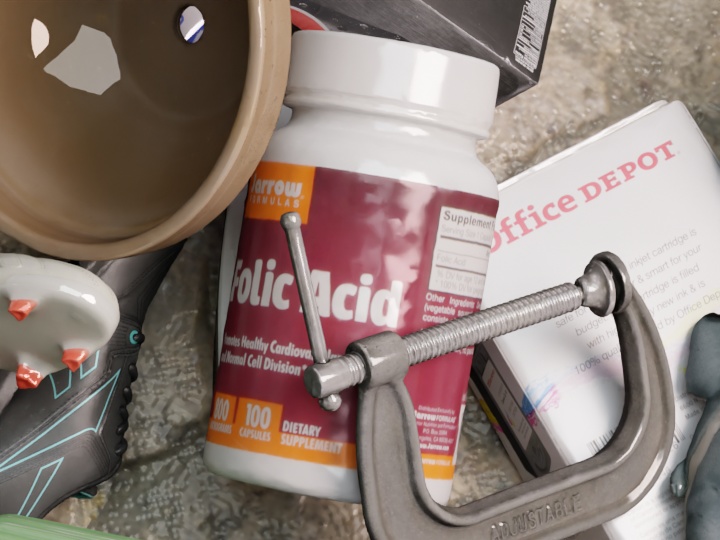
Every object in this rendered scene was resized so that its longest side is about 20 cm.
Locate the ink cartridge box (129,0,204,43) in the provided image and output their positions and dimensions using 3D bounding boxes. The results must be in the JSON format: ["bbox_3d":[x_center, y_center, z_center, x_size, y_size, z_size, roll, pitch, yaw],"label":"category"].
[{"bbox_3d":[-0.152,-0.168,1.426,0.200,0.094,0.044,39,70,6],"label":"ink cartridge box"}]

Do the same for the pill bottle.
[{"bbox_3d":[0.000,0.000,1.318,0.113,0.114,0.201,9,89,-6],"label":"pill bottle"}]

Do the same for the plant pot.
[{"bbox_3d":[-0.099,-0.109,1.306,0.093,0.201,0.202,-11,67,-56],"label":"plant pot"}]

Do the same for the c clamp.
[{"bbox_3d":[0.060,0.046,1.279,0.199,0.027,0.172,-11,101,-34],"label":"c clamp"}]

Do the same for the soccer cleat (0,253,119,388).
[{"bbox_3d":[-0.178,0.010,1.321,0.069,0.199,0.078,46,53,-31],"label":"soccer cleat"}]

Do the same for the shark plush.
[{"bbox_3d":[0.166,0.085,1.307,0.091,0.083,0.200,35,70,1],"label":"shark plush"}]

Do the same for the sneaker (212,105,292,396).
[{"bbox_3d":[-0.023,-0.019,1.406,0.084,0.073,0.201,10,69,-1],"label":"sneaker"}]

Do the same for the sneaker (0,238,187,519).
[{"bbox_3d":[-0.137,0.057,1.373,0.079,0.075,0.200,39,78,-6],"label":"sneaker"}]

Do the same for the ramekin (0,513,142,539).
[{"bbox_3d":[-0.137,0.200,1.254,0.097,0.200,0.201,16,69,4],"label":"ramekin"}]

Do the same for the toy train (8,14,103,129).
[{"bbox_3d":[-0.210,-0.103,1.390,0.199,0.085,0.114,25,87,0],"label":"toy train"}]

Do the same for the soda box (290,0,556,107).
[{"bbox_3d":[-0.003,-0.149,1.393,0.200,0.071,0.064,33,52,-28],"label":"soda box"}]

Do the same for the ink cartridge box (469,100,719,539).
[{"bbox_3d":[0.134,0.043,1.404,0.147,0.086,0.201,-26,77,-16],"label":"ink cartridge box"}]
